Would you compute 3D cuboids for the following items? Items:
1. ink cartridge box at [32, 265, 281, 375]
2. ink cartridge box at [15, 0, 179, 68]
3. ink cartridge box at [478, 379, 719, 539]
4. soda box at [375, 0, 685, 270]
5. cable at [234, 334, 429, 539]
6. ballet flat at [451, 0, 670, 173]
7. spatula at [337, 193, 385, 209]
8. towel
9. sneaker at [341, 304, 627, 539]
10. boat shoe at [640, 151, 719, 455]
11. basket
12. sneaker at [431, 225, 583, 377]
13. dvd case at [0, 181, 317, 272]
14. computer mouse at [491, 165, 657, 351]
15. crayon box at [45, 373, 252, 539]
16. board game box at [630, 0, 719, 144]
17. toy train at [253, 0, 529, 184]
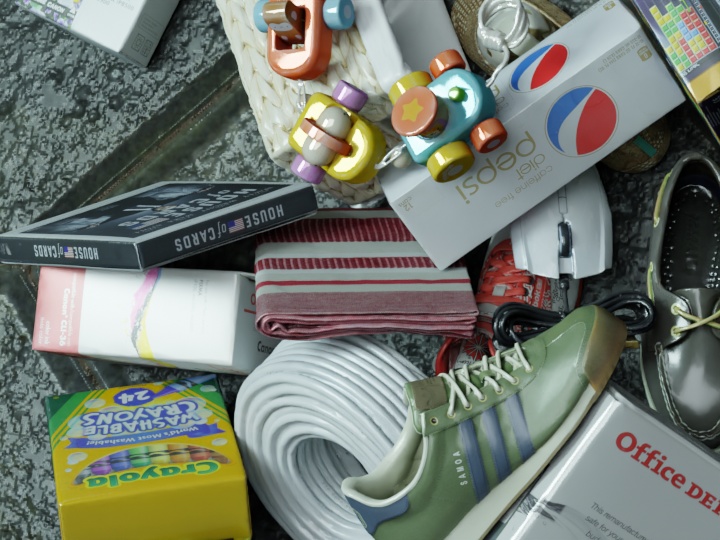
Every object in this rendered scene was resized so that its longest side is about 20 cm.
[{"bbox_3d":[-0.118,0.037,1.520,0.198,0.116,0.068,3,84,22],"label":"ink cartridge box"},{"bbox_3d":[-0.173,-0.270,1.645,0.108,0.050,0.201,26,90,24],"label":"ink cartridge box"},{"bbox_3d":[0.142,0.181,1.322,0.145,0.084,0.201,34,96,-19],"label":"ink cartridge box"},{"bbox_3d":[0.109,-0.092,1.403,0.199,0.068,0.064,-35,31,6],"label":"soda box"},{"bbox_3d":[0.002,0.133,1.421,0.200,0.200,0.069,44,54,10],"label":"cable"},{"bbox_3d":[0.134,-0.145,1.489,0.200,0.065,0.071,39,96,24],"label":"ballet flat"},{"bbox_3d":[0.008,-0.051,1.543,0.199,0.021,0.057,-36,63,12],"label":"spatula"},{"bbox_3d":[0.000,0.000,1.435,0.143,0.200,0.023,0,111,-3],"label":"towel"},{"bbox_3d":[0.068,0.089,1.285,0.090,0.067,0.201,35,101,-16],"label":"sneaker"},{"bbox_3d":[0.219,0.021,1.401,0.071,0.061,0.203,-2,66,6],"label":"boat shoe"},{"bbox_3d":[-0.012,-0.163,1.505,0.123,0.135,0.201,-30,61,21],"label":"basket"},{"bbox_3d":[0.100,0.030,1.442,0.067,0.108,0.203,7,81,22],"label":"sneaker"},{"bbox_3d":[-0.145,-0.033,1.493,0.199,0.150,0.025,2,108,53],"label":"dvd case"},{"bbox_3d":[0.132,-0.027,1.424,0.109,0.044,0.201,-2,47,-4],"label":"computer mouse"},{"bbox_3d":[-0.144,0.139,1.445,0.125,0.200,0.052,-7,113,-9],"label":"crayon box"},{"bbox_3d":[0.217,-0.159,1.386,0.056,0.200,0.166,-33,68,9],"label":"board game box"},{"bbox_3d":[0.005,-0.130,1.369,0.199,0.055,0.152,5,87,31],"label":"toy train"}]
